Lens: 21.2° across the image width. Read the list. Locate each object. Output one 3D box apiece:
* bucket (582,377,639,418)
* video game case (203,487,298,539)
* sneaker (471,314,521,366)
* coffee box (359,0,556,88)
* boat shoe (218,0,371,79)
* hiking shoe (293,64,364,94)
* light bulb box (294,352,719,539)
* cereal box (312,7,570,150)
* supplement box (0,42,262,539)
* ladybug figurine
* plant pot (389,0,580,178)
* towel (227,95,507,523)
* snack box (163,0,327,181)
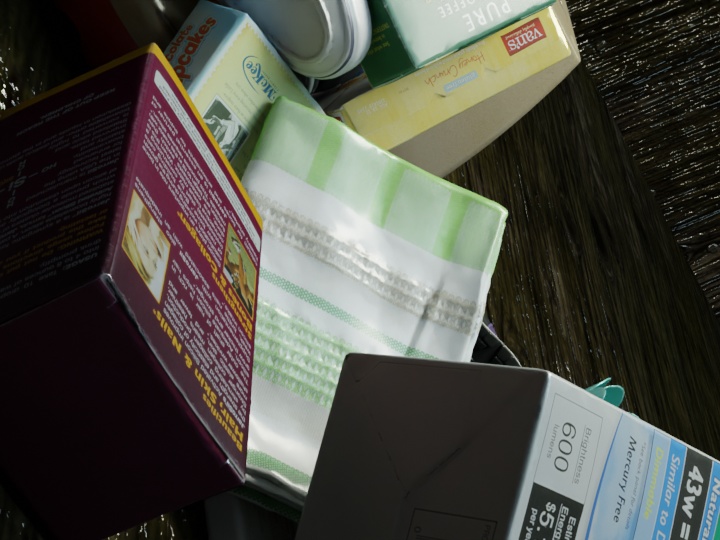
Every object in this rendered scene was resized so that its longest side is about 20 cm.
[{"bbox_3d":[0.144,0.187,1.329,0.207,0.135,0.207,60,15,-28],"label":"bucket"},{"bbox_3d":[-0.030,0.155,0.985,0.182,0.022,0.200,50,21,-48],"label":"video game case"},{"bbox_3d":[0.048,0.018,1.420,0.200,0.076,0.088,62,0,-31],"label":"sneaker"},{"bbox_3d":[0.014,-0.207,1.017,0.123,0.044,0.200,-32,97,-40],"label":"coffee box"},{"bbox_3d":[-0.071,-0.175,0.959,0.200,0.072,0.066,57,33,-8],"label":"boat shoe"},{"bbox_3d":[-0.039,-0.141,1.175,0.200,0.087,0.074,-142,-140,-63],"label":"hiking shoe"},{"bbox_3d":[0.073,0.162,0.882,0.200,0.125,0.198,27,74,-43],"label":"light bulb box"},{"bbox_3d":[0.020,-0.107,1.159,0.040,0.144,0.200,65,-19,-9],"label":"cereal box"},{"bbox_3d":[-0.105,0.006,0.814,0.110,0.086,0.200,59,16,-28],"label":"supplement box"},{"bbox_3d":[-0.115,-0.143,1.036,0.200,0.072,0.136,60,16,-25],"label":"ladybug figurine"},{"bbox_3d":[0.075,-0.222,1.636,0.200,0.177,0.200,57,17,-34],"label":"plant pot"},{"bbox_3d":[-0.008,0.027,0.950,0.149,0.031,0.200,27,65,-20],"label":"towel"},{"bbox_3d":[-0.056,-0.035,1.016,0.037,0.116,0.200,21,-18,37],"label":"snack box"}]
